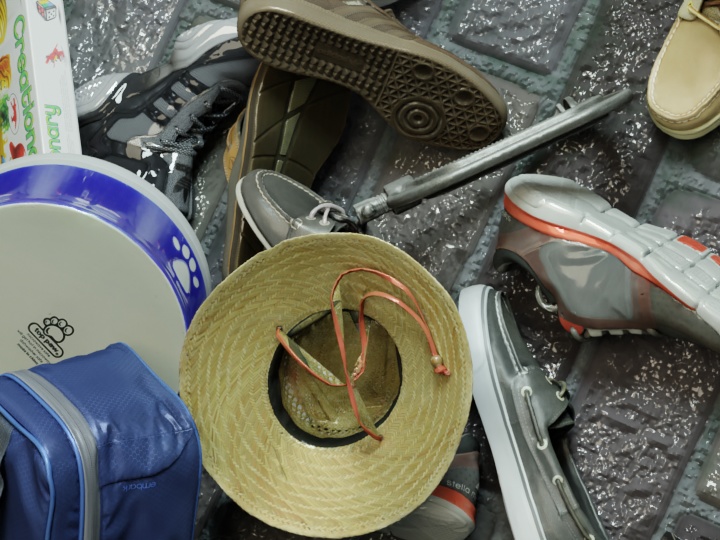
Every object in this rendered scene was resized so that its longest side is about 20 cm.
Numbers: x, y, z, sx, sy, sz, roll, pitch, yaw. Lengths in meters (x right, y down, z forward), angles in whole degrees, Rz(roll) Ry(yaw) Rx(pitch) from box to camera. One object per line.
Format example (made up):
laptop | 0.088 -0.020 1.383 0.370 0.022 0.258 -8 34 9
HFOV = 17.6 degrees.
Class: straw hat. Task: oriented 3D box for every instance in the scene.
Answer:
straw hat | -0.011 0.065 1.486 0.199 0.085 0.203 3 102 14

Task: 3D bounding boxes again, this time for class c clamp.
c clamp | 0.083 -0.077 1.526 0.199 0.171 0.027 -24 91 1

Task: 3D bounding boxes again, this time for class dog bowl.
dog bowl | -0.204 0.027 1.580 0.198 0.079 0.202 3 117 6

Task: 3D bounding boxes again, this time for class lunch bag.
lunch bag | -0.194 0.160 1.500 0.136 0.131 0.202 38 129 46

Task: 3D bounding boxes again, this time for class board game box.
board game box | -0.247 -0.097 1.688 0.126 0.034 0.202 -35 58 50

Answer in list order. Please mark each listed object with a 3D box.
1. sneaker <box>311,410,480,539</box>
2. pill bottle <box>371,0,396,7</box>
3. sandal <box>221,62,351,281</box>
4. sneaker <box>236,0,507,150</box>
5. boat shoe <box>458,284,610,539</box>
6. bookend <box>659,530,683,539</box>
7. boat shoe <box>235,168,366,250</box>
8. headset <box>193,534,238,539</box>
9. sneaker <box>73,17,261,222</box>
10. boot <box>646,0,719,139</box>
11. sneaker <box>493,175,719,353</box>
sneaker | -0.009 0.126 1.544 0.198 0.077 0.082 10 64 18
pill bottle | -0.021 -0.284 1.638 0.104 0.104 0.201 -34 65 12
sandal | -0.062 -0.074 1.613 0.054 0.081 0.202 18 99 49
sneaker | 0.013 -0.153 1.570 0.071 0.199 0.076 -52 20 39
boat shoe | 0.113 0.101 1.494 0.056 0.069 0.202 -19 75 15
bookend | 0.145 0.234 1.401 0.199 0.092 0.199 31 82 23
boat shoe | 0.000 0.000 1.543 0.200 0.067 0.057 50 124 6
headset | -0.056 0.226 1.513 0.200 0.094 0.124 34 90 44
sneaker | -0.120 -0.099 1.648 0.199 0.075 0.115 -22 68 23
boot | 0.229 -0.191 1.471 0.073 0.155 0.201 35 91 27
sneaker | 0.170 0.013 1.492 0.199 0.077 0.082 33 115 30
